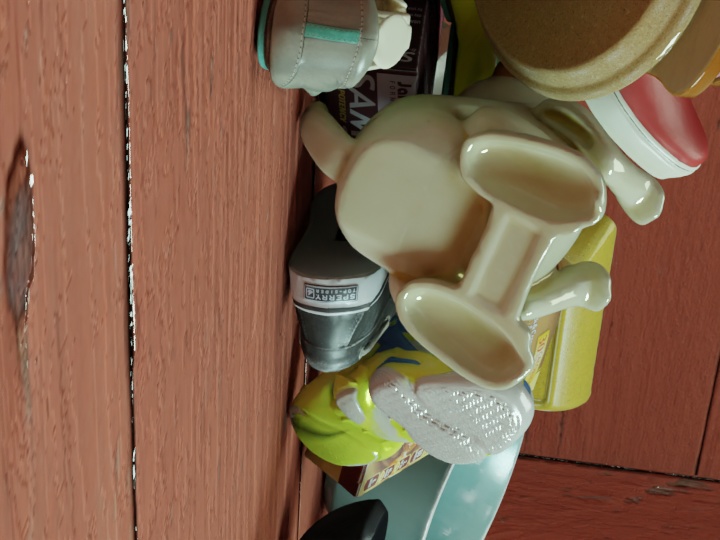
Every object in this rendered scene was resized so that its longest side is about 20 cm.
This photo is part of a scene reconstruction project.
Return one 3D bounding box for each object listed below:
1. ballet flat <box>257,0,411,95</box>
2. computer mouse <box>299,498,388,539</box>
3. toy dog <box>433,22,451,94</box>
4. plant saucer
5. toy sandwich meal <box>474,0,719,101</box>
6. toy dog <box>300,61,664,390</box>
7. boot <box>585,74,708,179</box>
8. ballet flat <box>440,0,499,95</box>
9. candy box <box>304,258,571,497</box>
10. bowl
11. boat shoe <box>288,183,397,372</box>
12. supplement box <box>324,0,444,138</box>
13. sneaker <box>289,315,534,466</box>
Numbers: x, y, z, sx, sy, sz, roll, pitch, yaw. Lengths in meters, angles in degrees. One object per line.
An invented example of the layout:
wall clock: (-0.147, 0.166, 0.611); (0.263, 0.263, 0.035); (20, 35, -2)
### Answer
ballet flat: (-0.006, -0.114, 0.990); (0.200, 0.063, 0.068); (-63, 158, -79)
computer mouse: (-0.035, 0.231, 1.296); (0.139, 0.052, 0.201); (85, 23, -62)
toy dog: (0.050, -0.132, 1.497); (0.132, 0.096, 0.201); (91, 7, -50)
plant saucer: (0.091, 0.036, 1.627); (0.049, 0.198, 0.201); (-77, 172, -49)
toy sandwich meal: (0.141, -0.179, 1.098); (0.204, 0.070, 0.207); (-9, -102, 50)
toy dog: (0.070, -0.043, 1.159); (0.200, 0.193, 0.140); (-38, 145, -64)
boot: (0.184, -0.160, 1.183); (0.201, 0.144, 0.072); (60, 27, -12)
ballet flat: (0.079, -0.155, 1.239); (0.201, 0.066, 0.067); (85, 12, -51)
candy box: (0.056, 0.060, 1.403); (0.199, 0.055, 0.116); (-26, 143, -43)
bowl: (0.043, 0.155, 1.600); (0.201, 0.104, 0.202); (-53, 156, -37)
boat shoe: (0.003, 0.000, 1.214); (0.200, 0.073, 0.069); (-72, 164, -67)
supplement box: (0.021, -0.172, 1.272); (0.109, 0.060, 0.201); (87, 10, -58)
sneaker: (0.040, 0.055, 1.202); (0.076, 0.199, 0.105); (50, 57, -23)
